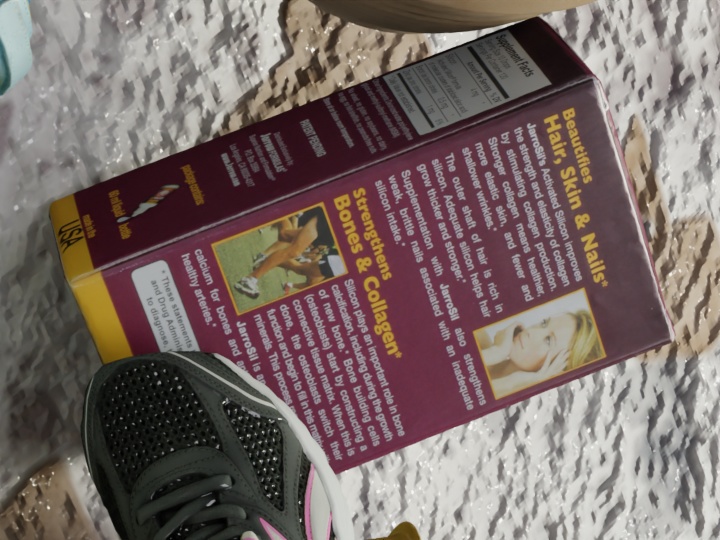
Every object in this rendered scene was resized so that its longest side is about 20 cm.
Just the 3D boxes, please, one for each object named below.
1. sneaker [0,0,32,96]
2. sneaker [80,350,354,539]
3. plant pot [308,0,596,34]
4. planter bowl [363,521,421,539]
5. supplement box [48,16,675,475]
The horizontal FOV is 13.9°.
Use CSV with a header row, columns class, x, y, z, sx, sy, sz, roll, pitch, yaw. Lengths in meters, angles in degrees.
class,x,y,z,sx,sy,sz,roll,pitch,yaw
sneaker,-0.153,-0.035,0.995,0.130,0.079,0.201,-26,113,-37
sneaker,-0.036,0.114,0.977,0.200,0.080,0.086,61,8,12
plant pot,0.018,-0.156,1.104,0.200,0.093,0.201,12,50,-15
planter bowl,-0.038,0.185,1.096,0.083,0.200,0.201,11,87,-7
supplement box,0.000,0.000,1.074,0.199,0.086,0.111,-21,114,-3
